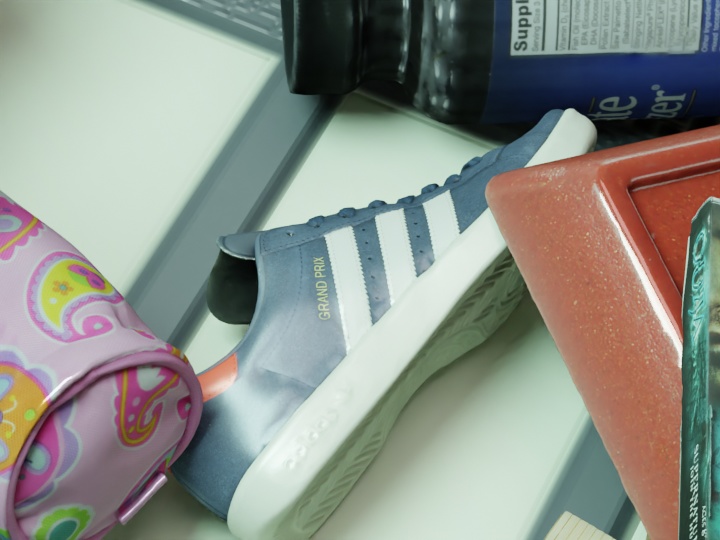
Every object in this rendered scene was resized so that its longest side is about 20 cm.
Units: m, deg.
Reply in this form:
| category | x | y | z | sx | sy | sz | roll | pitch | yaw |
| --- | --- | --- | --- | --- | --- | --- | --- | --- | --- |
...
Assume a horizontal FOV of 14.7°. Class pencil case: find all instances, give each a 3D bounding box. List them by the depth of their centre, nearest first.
| category | x | y | z | sx | sy | sz | roll | pitch | yaw |
| --- | --- | --- | --- | --- | --- | --- | --- | --- | --- |
| pencil case | -0.141 | 0.009 | 0.910 | 0.087 | 0.088 | 0.200 | -36 | 53 | -26 |

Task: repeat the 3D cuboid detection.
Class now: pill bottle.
| category | x | y | z | sx | sy | sz | roll | pitch | yaw |
| --- | --- | --- | --- | --- | --- | --- | --- | --- | --- |
| pill bottle | 0.072 | -0.109 | 1.007 | 0.200 | 0.112 | 0.112 | -2 | 54 | -4 |

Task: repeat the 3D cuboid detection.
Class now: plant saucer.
| category | x | y | z | sx | sy | sz | roll | pitch | yaw |
| --- | --- | --- | --- | --- | --- | --- | --- | --- | --- |
| plant saucer | 0.168 | 0.024 | 0.908 | 0.200 | 0.037 | 0.200 | -12 | 64 | -26 |

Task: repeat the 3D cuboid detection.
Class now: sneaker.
| category | x | y | z | sx | sy | sz | roll | pitch | yaw |
| --- | --- | --- | --- | --- | --- | --- | --- | --- | --- |
| sneaker | 0.000 | 0.000 | 0.945 | 0.084 | 0.075 | 0.200 | 35 | 59 | 15 |

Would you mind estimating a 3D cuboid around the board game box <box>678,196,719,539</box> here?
| category | x | y | z | sx | sy | sz | roll | pitch | yaw |
| --- | --- | --- | --- | --- | --- | --- | --- | --- | --- |
| board game box | 0.195 | 0.058 | 0.856 | 0.200 | 0.028 | 0.135 | 12 | 57 | -11 |

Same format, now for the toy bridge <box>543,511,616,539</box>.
| category | x | y | z | sx | sy | sz | roll | pitch | yaw |
| --- | --- | --- | --- | --- | --- | --- | --- | --- | --- |
| toy bridge | 0.089 | 0.105 | 0.903 | 0.067 | 0.027 | 0.200 | 30 | 57 | 15 |

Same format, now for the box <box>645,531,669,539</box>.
| category | x | y | z | sx | sy | sz | roll | pitch | yaw |
| --- | --- | --- | --- | --- | --- | --- | --- | --- | --- |
| box | 0.177 | 0.080 | 0.913 | 0.163 | 0.021 | 0.200 | 20 | 55 | -4 |
